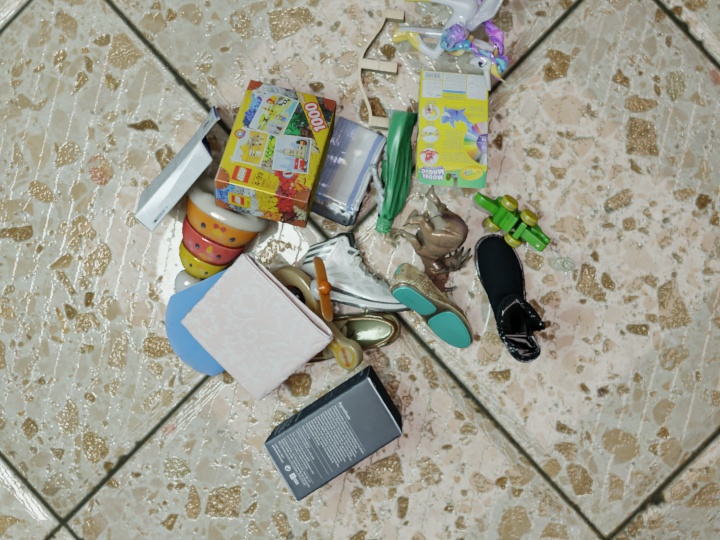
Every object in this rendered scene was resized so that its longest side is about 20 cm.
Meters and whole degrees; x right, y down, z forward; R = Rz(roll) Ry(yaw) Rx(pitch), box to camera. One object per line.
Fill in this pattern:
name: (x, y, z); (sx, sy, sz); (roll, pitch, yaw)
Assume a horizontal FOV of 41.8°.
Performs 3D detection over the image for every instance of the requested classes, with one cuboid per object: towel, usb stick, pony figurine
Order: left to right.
towel: (-0.166, 0.091, 1.484); (0.191, 0.032, 0.200); (45, 125, -6)
usb stick: (-0.094, -0.133, 1.572); (0.197, 0.033, 0.056); (24, 91, 2)
towel: (-0.067, -0.196, 1.557); (0.197, 0.024, 0.149); (25, 76, 2)
pony figurine: (0.169, -0.408, 1.499); (0.197, 0.167, 0.196); (22, 102, 3)

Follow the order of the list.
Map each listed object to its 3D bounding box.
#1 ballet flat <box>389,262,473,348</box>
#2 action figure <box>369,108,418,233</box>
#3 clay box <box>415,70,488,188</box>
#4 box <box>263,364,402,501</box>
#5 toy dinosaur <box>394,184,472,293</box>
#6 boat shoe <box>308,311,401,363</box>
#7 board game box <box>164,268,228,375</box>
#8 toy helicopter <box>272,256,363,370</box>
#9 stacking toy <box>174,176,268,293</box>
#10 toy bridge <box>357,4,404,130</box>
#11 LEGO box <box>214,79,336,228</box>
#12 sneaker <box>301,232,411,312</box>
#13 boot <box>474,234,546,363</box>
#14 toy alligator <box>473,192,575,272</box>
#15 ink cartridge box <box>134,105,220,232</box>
ballet flat: (0.122, 0.052, 1.526); (0.070, 0.066, 0.200); (-20, 135, 32)
action figure: (0.051, -0.159, 1.541); (0.054, 0.118, 0.204); (13, 100, 25)
clay box: (0.147, -0.219, 1.515); (0.113, 0.048, 0.204); (4, 70, -1)
box: (-0.040, 0.257, 1.518); (0.198, 0.148, 0.108); (-33, 90, 3)
toy dinosaur: (0.133, -0.050, 1.506); (0.135, 0.200, 0.086); (37, 63, 1)
boat shoe: (-0.031, 0.106, 1.552); (0.196, 0.074, 0.077); (-14, 90, 3)
board game box: (-0.226, 0.077, 1.575); (0.197, 0.039, 0.160); (-25, 111, -6)
toy helicopter: (-0.066, 0.071, 1.490); (0.200, 0.079, 0.133); (44, 120, 9)
stacking toy: (-0.249, -0.036, 1.552); (0.144, 0.146, 0.202); (29, 110, 2)
toy bridge: (0.029, -0.338, 1.565); (0.066, 0.027, 0.204); (7, 90, 3)
LEGO box: (-0.131, -0.183, 1.476); (0.146, 0.078, 0.203); (13, 60, 0)
sneaker: (0.000, 0.000, 1.548); (0.197, 0.076, 0.118); (11, 93, 5)
boot: (0.236, 0.039, 1.491); (0.075, 0.168, 0.204); (-14, 90, 3)
toy alligator: (0.271, -0.068, 1.545); (0.199, 0.054, 0.060); (37, 120, 2)
ink cartridge box: (-0.278, -0.165, 1.500); (0.040, 0.200, 0.201); (39, 95, -17)
